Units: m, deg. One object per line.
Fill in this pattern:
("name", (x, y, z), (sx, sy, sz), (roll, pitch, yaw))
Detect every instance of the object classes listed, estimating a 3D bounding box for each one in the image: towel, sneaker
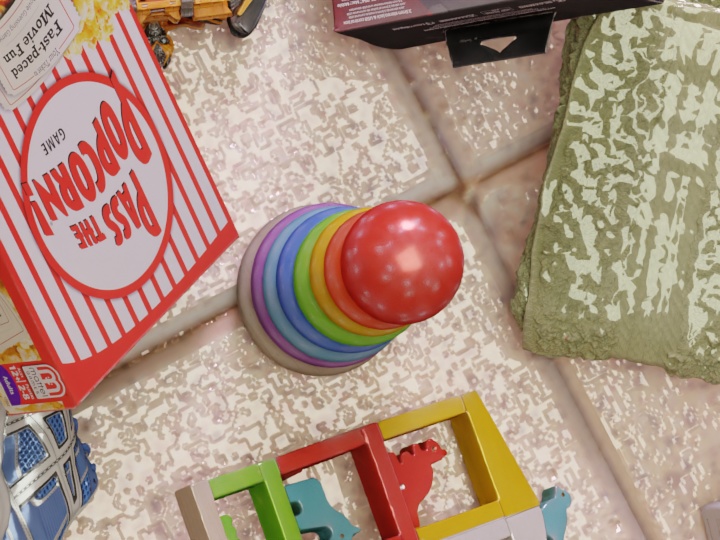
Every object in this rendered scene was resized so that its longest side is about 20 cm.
("towel", (0.161, -0.046, 1.295), (0.148, 0.036, 0.201), (11, 95, 3))
("sneaker", (-0.166, 0.076, 1.232), (0.077, 0.076, 0.201), (16, 78, -36))

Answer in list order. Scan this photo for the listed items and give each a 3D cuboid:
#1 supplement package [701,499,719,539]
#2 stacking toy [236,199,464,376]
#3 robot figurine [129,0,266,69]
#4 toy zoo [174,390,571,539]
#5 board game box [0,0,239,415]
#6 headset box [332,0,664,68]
("supplement package", (0.265, 0.151, 1.248), (0.121, 0.200, 0.120), (-14, 88, -15))
("stacking toy", (0.000, 0.000, 1.202), (0.085, 0.200, 0.086), (1, 83, -13))
("robot figurine", (-0.113, -0.198, 1.269), (0.145, 0.058, 0.201), (-9, 86, -13))
("toy zoo", (0.019, 0.138, 1.260), (0.200, 0.020, 0.132), (-17, 84, -32))
("board game box", (-0.147, -0.059, 1.183), (0.152, 0.046, 0.200), (-50, 123, -46))
("headset box", (0.060, -0.199, 1.264), (0.148, 0.077, 0.201), (-7, 84, 28))
